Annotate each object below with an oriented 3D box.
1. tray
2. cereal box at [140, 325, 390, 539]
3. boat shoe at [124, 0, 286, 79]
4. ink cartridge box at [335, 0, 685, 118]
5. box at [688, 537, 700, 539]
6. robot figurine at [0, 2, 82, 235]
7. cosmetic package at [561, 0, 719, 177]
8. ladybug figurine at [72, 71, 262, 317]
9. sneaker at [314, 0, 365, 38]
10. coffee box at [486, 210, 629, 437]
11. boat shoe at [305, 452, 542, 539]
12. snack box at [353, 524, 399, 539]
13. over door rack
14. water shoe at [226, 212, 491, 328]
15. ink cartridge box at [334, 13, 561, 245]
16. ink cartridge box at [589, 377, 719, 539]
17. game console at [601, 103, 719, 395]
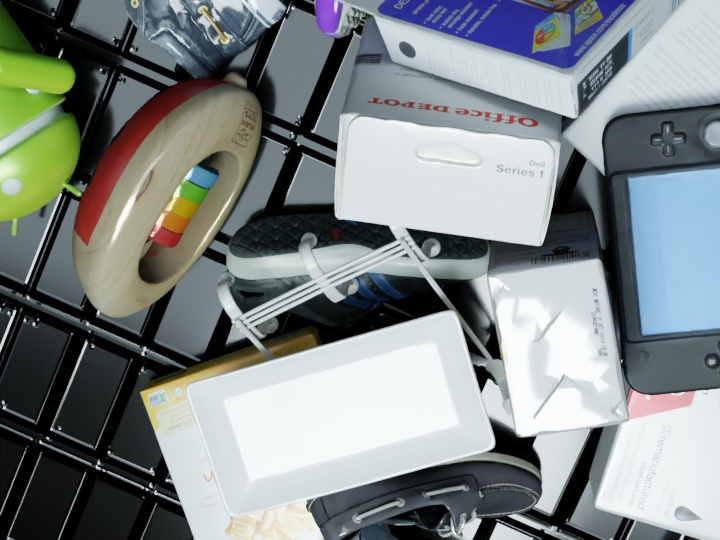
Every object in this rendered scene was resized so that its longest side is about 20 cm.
[{"bbox_3d":[-0.014,0.099,1.285,0.199,0.022,0.108,-16,106,6],"label":"tray"},{"bbox_3d":[-0.068,0.159,1.408,0.143,0.040,0.201,-20,98,5],"label":"cereal box"},{"bbox_3d":[-0.152,-0.232,1.326,0.091,0.071,0.200,-43,97,6],"label":"boat shoe"},{"bbox_3d":[0.110,-0.196,1.243,0.199,0.198,0.044,23,141,28],"label":"ink cartridge box"},{"bbox_3d":[0.248,0.307,1.396,0.100,0.075,0.201,31,103,-2],"label":"box"},{"bbox_3d":[-0.283,-0.124,1.335,0.175,0.116,0.201,-27,100,36],"label":"robot figurine"},{"bbox_3d":[0.246,-0.141,1.312,0.101,0.071,0.200,42,100,-5],"label":"cosmetic package"},{"bbox_3d":[-0.146,-0.062,1.336,0.072,0.136,0.200,36,95,22],"label":"ladybug figurine"},{"bbox_3d":[-0.036,-0.270,1.318,0.099,0.070,0.201,4,97,11],"label":"sneaker"},{"bbox_3d":[0.138,0.032,1.287,0.079,0.200,0.115,-9,99,7],"label":"coffee box"},{"bbox_3d":[0.052,0.177,1.352,0.199,0.063,0.073,4,142,-28],"label":"boat shoe"},{"bbox_3d":[-0.001,0.309,1.396,0.168,0.068,0.200,38,105,-16],"label":"snack box"},{"bbox_3d":[0.006,0.046,1.316,0.147,0.067,0.200,-25,124,14],"label":"over door rack"},{"bbox_3d":[0.000,0.000,1.372,0.199,0.072,0.079,1,128,3],"label":"water shoe"},{"bbox_3d":[0.065,-0.108,1.260,0.145,0.200,0.085,8,123,4],"label":"ink cartridge box"},{"bbox_3d":[0.286,0.127,1.353,0.199,0.084,0.145,16,100,1],"label":"ink cartridge box"},{"bbox_3d":[0.258,-0.012,1.234,0.170,0.118,0.201,-6,95,5],"label":"game console"}]
